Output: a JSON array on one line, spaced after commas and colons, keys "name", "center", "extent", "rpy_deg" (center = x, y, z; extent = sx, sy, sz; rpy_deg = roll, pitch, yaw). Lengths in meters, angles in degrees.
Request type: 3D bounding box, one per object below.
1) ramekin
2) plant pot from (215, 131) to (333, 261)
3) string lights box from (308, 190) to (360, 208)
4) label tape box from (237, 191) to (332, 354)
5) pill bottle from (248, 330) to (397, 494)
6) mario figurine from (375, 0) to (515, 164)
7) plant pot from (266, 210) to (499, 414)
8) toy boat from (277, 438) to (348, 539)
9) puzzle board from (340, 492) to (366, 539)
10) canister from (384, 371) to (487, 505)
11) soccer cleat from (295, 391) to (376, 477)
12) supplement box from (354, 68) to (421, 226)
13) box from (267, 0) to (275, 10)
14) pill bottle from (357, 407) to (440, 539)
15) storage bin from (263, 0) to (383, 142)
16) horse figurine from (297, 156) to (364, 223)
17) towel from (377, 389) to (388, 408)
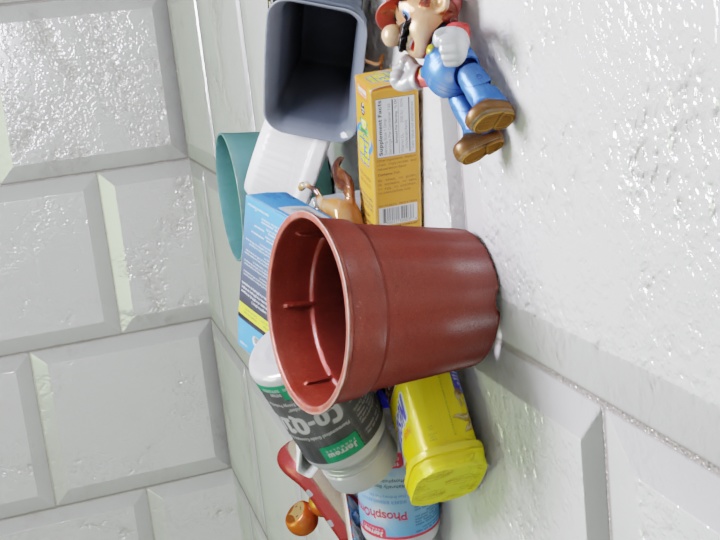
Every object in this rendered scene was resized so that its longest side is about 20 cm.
[{"name": "ramekin", "center": [-0.093, -0.171, 1.526], "extent": [0.202, 0.093, 0.206], "rpy_deg": [-160, 89, -87]}, {"name": "plant pot", "center": [-0.133, -0.128, 1.738], "extent": [0.200, 0.158, 0.205], "rpy_deg": [170, 90, -75]}, {"name": "string lights box", "center": [0.000, 0.000, 1.437], "extent": [0.059, 0.101, 0.204], "rpy_deg": [129, 130, -69]}, {"name": "label tape box", "center": [-0.091, 0.019, 1.354], "extent": [0.143, 0.065, 0.204], "rpy_deg": [29, 121, 52]}, {"name": "pill bottle", "center": [-0.038, 0.158, 1.276], "extent": [0.202, 0.112, 0.113], "rpy_deg": [60, 176, -29]}, {"name": "mario figurine", "center": [0.066, -0.200, 1.060], "extent": [0.123, 0.105, 0.202], "rpy_deg": [-42, 60, 31]}, {"name": "plant pot", "center": [0.028, 0.037, 1.137], "extent": [0.200, 0.192, 0.205], "rpy_deg": [13, 105, 62]}, {"name": "toy boat", "center": [-0.060, 0.347, 1.638], "extent": [0.201, 0.130, 0.130], "rpy_deg": [53, -168, 5]}, {"name": "puzzle board", "center": [0.025, 0.376, 1.537], "extent": [0.201, 0.017, 0.152], "rpy_deg": [53, -162, -45]}, {"name": "canister", "center": [0.076, 0.154, 1.273], "extent": [0.149, 0.085, 0.203], "rpy_deg": [94, 163, -64]}, {"name": "soccer cleat", "center": [-0.031, 0.183, 1.385], "extent": [0.201, 0.068, 0.086], "rpy_deg": [-57, 12, 37]}, {"name": "supplement box", "center": [0.034, -0.133, 1.303], "extent": [0.067, 0.068, 0.204], "rpy_deg": [-129, 34, -60]}, {"name": "box", "center": [-0.106, -0.346, 1.723], "extent": [0.160, 0.048, 0.203], "rpy_deg": [-117, 23, -52]}, {"name": "pill bottle", "center": [0.049, 0.291, 1.423], "extent": [0.109, 0.107, 0.204], "rpy_deg": [-140, 43, -67]}, {"name": "storage bin", "center": [-0.038, -0.287, 1.384], "extent": [0.202, 0.143, 0.136], "rpy_deg": [97, -175, -48]}, {"name": "horse figurine", "center": [-0.033, -0.037, 1.357], "extent": [0.132, 0.049, 0.204], "rpy_deg": [20, 107, 51]}, {"name": "towel", "center": [0.037, 0.241, 1.551], "extent": [0.148, 0.049, 0.204], "rpy_deg": [-130, 34, -64]}]
